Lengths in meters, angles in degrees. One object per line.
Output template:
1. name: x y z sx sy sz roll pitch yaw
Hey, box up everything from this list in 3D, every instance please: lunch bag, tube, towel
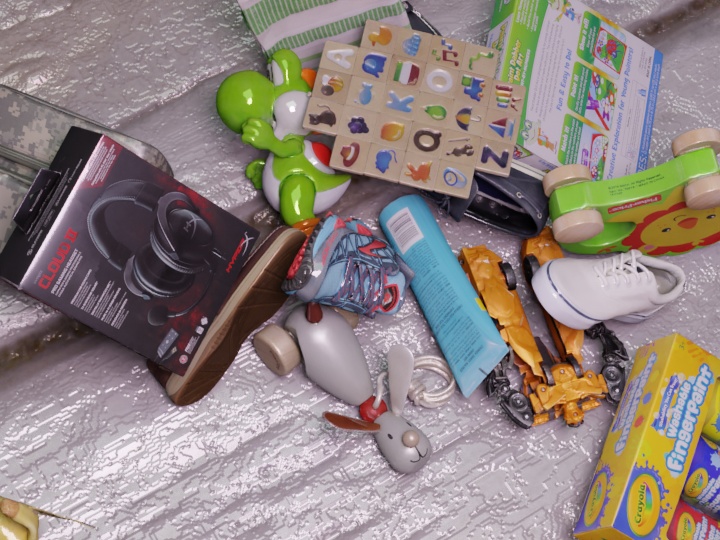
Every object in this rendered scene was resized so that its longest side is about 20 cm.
1. lunch bag: -0.290 -0.060 1.377 0.199 0.139 0.168 23 83 4
2. tube: 0.078 0.018 1.408 0.050 0.078 0.201 -5 55 -32
3. towel: -0.032 -0.241 1.428 0.152 0.200 0.023 -18 63 5

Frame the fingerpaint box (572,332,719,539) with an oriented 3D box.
1. fingerpaint box: 0.308 0.187 1.349 0.166 0.073 0.201 31 65 -12

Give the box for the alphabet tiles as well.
1. alphabet tiles: 0.052 -0.154 1.389 0.199 0.006 0.167 13 65 0

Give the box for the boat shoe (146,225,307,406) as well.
1. boat shoe: -0.128 0.030 1.358 0.072 0.072 0.200 43 105 25

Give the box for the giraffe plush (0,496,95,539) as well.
1. giraffe plush: -0.338 0.262 1.221 0.199 0.173 0.163 13 77 18

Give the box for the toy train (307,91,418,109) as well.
1. toy train: 0.039 -0.175 1.461 0.199 0.085 0.116 26 50 -26

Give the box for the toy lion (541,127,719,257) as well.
1. toy lion: 0.286 -0.057 1.421 0.199 0.192 0.069 -14 67 9

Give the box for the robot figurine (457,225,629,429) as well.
1. robot figurine: 0.172 0.061 1.418 0.144 0.058 0.201 -14 69 -12

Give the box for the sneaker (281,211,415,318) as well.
1. sneaker: 0.000 0.000 1.337 0.095 0.200 0.080 33 106 12

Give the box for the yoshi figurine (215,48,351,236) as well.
1. yoshi figurine: -0.088 -0.111 1.415 0.112 0.112 0.201 -2 83 -51

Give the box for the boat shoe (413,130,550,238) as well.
1. boat shoe: 0.096 -0.085 1.418 0.199 0.075 0.062 20 55 -8

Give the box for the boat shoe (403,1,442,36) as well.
1. boat shoe: 0.011 -0.271 1.539 0.199 0.060 0.076 31 66 6

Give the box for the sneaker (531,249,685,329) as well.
1. sneaker: 0.236 0.008 1.382 0.200 0.071 0.073 -1 57 -51

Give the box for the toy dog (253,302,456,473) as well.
1. toy dog: -0.005 0.091 1.362 0.199 0.096 0.132 28 67 5

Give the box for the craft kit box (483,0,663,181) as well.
1. craft kit box: 0.211 -0.176 1.488 0.197 0.048 0.201 28 61 -27

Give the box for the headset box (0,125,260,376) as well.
1. headset box: -0.210 -0.021 1.277 0.200 0.077 0.149 34 81 -34
